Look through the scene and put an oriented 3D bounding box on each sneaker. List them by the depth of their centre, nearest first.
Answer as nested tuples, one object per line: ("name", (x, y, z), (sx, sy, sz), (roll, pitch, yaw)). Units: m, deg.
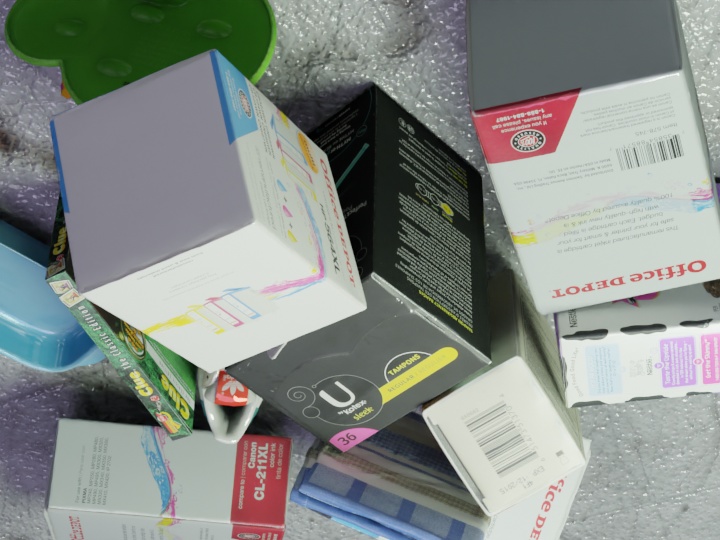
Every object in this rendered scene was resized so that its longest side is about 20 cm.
("sneaker", (-0.092, 0.057, 1.548), (0.070, 0.094, 0.200), (8, 134, -6))

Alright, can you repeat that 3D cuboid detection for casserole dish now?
("casserole dish", (-0.284, 0.011, 1.541), (0.200, 0.039, 0.121), (30, 134, -24))

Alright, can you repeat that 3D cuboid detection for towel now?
("towel", (0.032, 0.153, 1.442), (0.146, 0.200, 0.024), (21, 110, 3))

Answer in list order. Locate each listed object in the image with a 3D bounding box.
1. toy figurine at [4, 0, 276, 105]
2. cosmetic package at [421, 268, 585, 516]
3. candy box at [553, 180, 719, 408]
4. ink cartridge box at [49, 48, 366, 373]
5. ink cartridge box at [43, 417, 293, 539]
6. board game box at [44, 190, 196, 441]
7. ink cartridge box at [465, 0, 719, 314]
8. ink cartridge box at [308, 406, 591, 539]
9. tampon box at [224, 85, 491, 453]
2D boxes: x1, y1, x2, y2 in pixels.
("toy figurine", (-0.141, -0.107, 1.384), (0.199, 0.150, 0.184), (14, 147, 19))
("cosmetic package", (0.106, 0.088, 1.462), (0.087, 0.200, 0.104), (-31, 103, 12))
("candy box", (0.242, 0.013, 1.438), (0.199, 0.168, 0.072), (-7, 128, 5))
("ink cartridge box", (-0.091, -0.030, 1.256), (0.125, 0.129, 0.200), (-22, 155, 16))
("ink cartridge box", (-0.163, 0.188, 1.650), (0.199, 0.083, 0.146), (6, 161, -4))
("board game box", (-0.184, 0.034, 1.521), (0.023, 0.105, 0.200), (-20, 130, 15))
("ink cartridge box", (0.168, -0.095, 1.357), (0.145, 0.145, 0.200), (-11, 133, 11))
("ink cartridge box", (0.072, 0.169, 1.610), (0.200, 0.146, 0.084), (25, 172, -21))
("tampon box", (0.000, 0.000, 1.416), (0.150, 0.200, 0.126), (-34, 125, 30))
